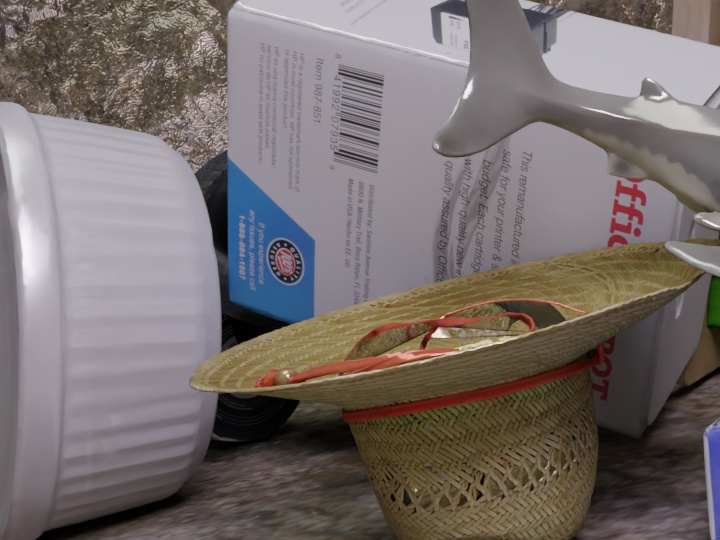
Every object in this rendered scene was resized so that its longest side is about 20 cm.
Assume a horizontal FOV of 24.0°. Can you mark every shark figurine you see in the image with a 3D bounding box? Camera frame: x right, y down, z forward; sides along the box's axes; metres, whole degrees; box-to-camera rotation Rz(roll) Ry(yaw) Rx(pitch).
[{"bbox_3d":[0.131,-0.043,0.530,0.214,0.090,0.128,33,22,33],"label":"shark figurine"}]

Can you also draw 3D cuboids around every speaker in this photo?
[{"bbox_3d":[-0.114,0.057,0.980,0.081,0.082,0.200,-16,5,-32],"label":"speaker"}]

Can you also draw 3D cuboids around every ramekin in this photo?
[{"bbox_3d":[-0.131,0.022,0.794,0.094,0.204,0.202,-2,1,-21],"label":"ramekin"}]

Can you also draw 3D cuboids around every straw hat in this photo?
[{"bbox_3d":[0.039,0.053,0.573,0.200,0.086,0.201,-14,4,1],"label":"straw hat"}]

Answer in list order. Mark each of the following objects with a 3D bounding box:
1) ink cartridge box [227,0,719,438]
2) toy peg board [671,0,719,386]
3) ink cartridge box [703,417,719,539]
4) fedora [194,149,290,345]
[{"bbox_3d":[0.048,-0.036,0.712,0.199,0.146,0.084,17,33,22],"label":"ink cartridge box"},{"bbox_3d":[0.224,-0.058,0.791,0.097,0.200,0.200,10,16,31],"label":"toy peg board"},{"bbox_3d":[0.209,0.042,0.491,0.197,0.047,0.200,-9,4,32],"label":"ink cartridge box"},{"bbox_3d":[0.000,0.000,0.870,0.199,0.092,0.201,0,36,0],"label":"fedora"}]
